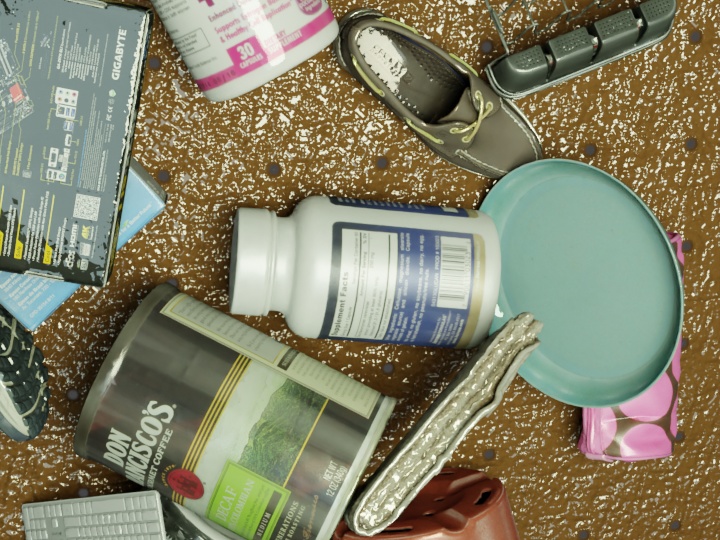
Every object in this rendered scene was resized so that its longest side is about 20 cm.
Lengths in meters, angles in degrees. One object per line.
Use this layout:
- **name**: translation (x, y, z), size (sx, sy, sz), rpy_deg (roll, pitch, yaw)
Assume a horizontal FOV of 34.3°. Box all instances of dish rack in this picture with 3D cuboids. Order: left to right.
- **dish rack**: translation (0.143, -0.249, 0.883), size (0.153, 0.055, 0.201), rpy_deg (-22, 88, -4)

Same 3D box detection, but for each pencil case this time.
- **pencil case**: translation (0.219, 0.065, 0.972), size (0.093, 0.090, 0.201), rpy_deg (-19, 110, -45)

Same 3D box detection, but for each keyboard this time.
- **keyboard**: translation (-0.210, 0.204, 0.906), size (0.011, 0.200, 0.057), rpy_deg (-12, 88, -46)

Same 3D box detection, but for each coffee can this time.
- **coffee can**: translation (-0.092, 0.117, 0.881), size (0.199, 0.146, 0.147), rpy_deg (26, 100, 3)

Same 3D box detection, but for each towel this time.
- **towel**: translation (0.060, 0.118, 0.866), size (0.034, 0.133, 0.200), rpy_deg (41, 79, 6)

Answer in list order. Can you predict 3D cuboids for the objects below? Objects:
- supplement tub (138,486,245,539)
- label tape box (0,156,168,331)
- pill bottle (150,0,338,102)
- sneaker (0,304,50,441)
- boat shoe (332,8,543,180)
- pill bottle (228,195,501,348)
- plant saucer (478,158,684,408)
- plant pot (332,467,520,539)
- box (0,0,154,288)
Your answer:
- **supplement tub**: translation (-0.172, 0.269, 0.950), size (0.122, 0.123, 0.200), rpy_deg (35, 98, -16)
- **label tape box**: translation (-0.264, -0.077, 0.873), size (0.144, 0.063, 0.200), rpy_deg (-42, 104, 4)
- **pill bottle**: translation (-0.108, -0.232, 0.828), size (0.113, 0.113, 0.201), rpy_deg (-29, 107, 0)
- **sneaker**: translation (-0.320, 0.053, 0.905), size (0.086, 0.078, 0.200), rpy_deg (-30, 101, 13)
- **boat shoe**: translation (0.066, -0.131, 0.909), size (0.200, 0.060, 0.072), rpy_deg (36, 97, -16)
- **pill bottle**: translation (0.000, 0.000, 0.909), size (0.199, 0.111, 0.112), rpy_deg (5, 104, -9)
- **plant saucer**: translation (0.170, 0.009, 0.915), size (0.027, 0.200, 0.201), rpy_deg (-19, 111, -42)
- **plant pot**: translation (0.064, 0.281, 0.963), size (0.200, 0.201, 0.196), rpy_deg (-12, 98, -5)
- **box**: translation (-0.239, -0.099, 0.813), size (0.159, 0.049, 0.201), rpy_deg (10, 102, -7)
